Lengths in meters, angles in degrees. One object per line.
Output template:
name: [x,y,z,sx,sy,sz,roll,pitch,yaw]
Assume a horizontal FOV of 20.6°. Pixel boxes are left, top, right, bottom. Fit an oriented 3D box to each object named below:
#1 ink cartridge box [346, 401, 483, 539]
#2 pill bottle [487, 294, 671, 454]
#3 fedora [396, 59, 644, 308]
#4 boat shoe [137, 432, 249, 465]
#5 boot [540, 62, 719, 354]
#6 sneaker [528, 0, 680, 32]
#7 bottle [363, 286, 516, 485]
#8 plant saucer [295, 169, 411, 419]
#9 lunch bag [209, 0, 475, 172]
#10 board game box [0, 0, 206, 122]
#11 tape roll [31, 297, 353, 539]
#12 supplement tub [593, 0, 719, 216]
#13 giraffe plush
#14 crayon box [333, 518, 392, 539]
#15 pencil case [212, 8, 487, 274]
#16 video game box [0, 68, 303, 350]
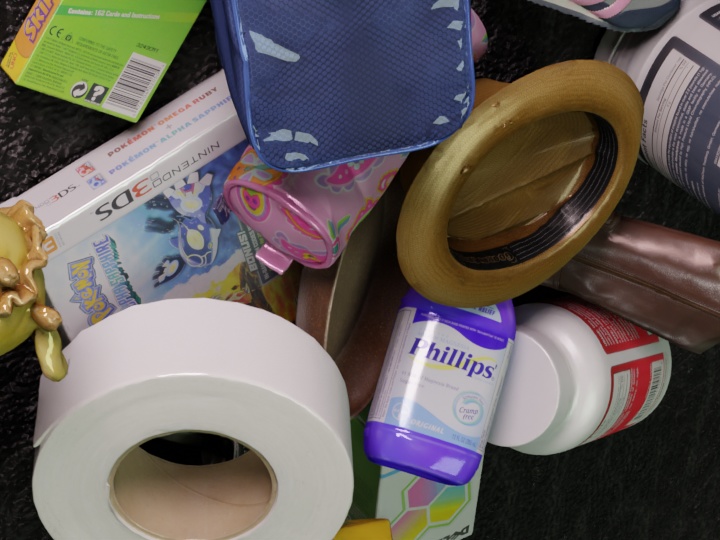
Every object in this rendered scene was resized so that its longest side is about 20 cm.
ink cartridge box: [0.036,0.176,1.549,0.104,0.059,0.200,-20,135,-30]
pill bottle: [0.149,0.076,1.480,0.200,0.112,0.112,-7,130,-61]
fedora: [0.091,-0.070,1.296,0.200,0.082,0.201,-25,138,-24]
boat shoe: [-0.097,0.142,1.378,0.064,0.071,0.200,-29,153,37]
boot: [0.195,-0.039,1.397,0.064,0.200,0.187,-57,166,-45]
sneaker: [0.161,-0.211,1.301,0.200,0.070,0.082,5,143,-45]
bottle: [0.064,0.044,1.363,0.083,0.065,0.201,18,81,-8]
plant saucer: [0.000,0.000,1.326,0.200,0.037,0.201,15,90,-73]
lunch bag: [-0.018,-0.173,1.095,0.135,0.132,0.200,-9,126,-9]
board game box: [-0.118,-0.183,1.127,0.095,0.030,0.200,16,114,-48]
tape roll: [-0.105,0.113,1.242,0.202,0.071,0.203,-1,131,-2]
supplement tub: [0.272,-0.111,1.395,0.140,0.200,0.141,-24,135,-26]
giraffe plush: [-0.232,0.000,1.076,0.172,0.162,0.200,17,112,-47]
crayon box: [-0.065,0.218,1.446,0.200,0.126,0.052,-5,84,-39]
pencil case: [-0.003,-0.093,1.217,0.200,0.087,0.088,-56,146,-23]
video game box: [-0.118,-0.011,1.264,0.182,0.047,0.200,-32,139,-14]
